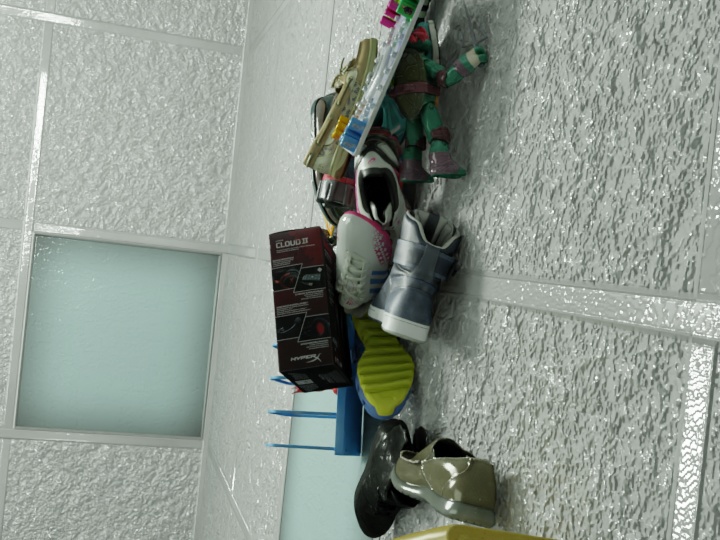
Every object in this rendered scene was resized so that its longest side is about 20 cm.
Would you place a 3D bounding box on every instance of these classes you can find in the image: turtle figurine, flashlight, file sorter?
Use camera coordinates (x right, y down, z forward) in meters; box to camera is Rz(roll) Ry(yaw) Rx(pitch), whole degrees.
[{"bbox_3d":[0.082,-0.210,1.099,0.149,0.099,0.205,179,92,-74],"label":"turtle figurine"},{"bbox_3d":[-0.011,-0.188,1.331,0.067,0.068,0.204,10,83,32],"label":"flashlight"},{"bbox_3d":[-0.063,0.163,1.343,0.139,0.120,0.205,46,-134,-74],"label":"file sorter"}]

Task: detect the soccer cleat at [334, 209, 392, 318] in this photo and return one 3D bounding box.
[{"bbox_3d":[0.000,0.000,1.169,0.087,0.069,0.201,-61,-17,-18],"label":"soccer cleat"}]

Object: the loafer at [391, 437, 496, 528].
[{"bbox_3d":[0.092,0.212,0.962,0.199,0.074,0.071,-1,71,70],"label":"loafer"}]

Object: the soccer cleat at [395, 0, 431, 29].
[{"bbox_3d":[0.076,-0.373,1.243,0.068,0.080,0.201,47,160,26],"label":"soccer cleat"}]

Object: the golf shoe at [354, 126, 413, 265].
[{"bbox_3d":[0.025,-0.075,1.171,0.093,0.071,0.202,-81,-19,-47],"label":"golf shoe"}]

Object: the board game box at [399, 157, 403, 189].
[{"bbox_3d":[0.019,-0.073,1.320,0.154,0.039,0.204,-92,14,-65],"label":"board game box"}]

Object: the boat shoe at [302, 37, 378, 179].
[{"bbox_3d":[-0.023,-0.230,1.272,0.073,0.061,0.204,102,-175,-81],"label":"boat shoe"}]

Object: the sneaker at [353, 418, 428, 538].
[{"bbox_3d":[0.039,0.264,1.131,0.104,0.059,0.204,-120,38,-65],"label":"sneaker"}]

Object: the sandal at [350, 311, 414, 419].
[{"bbox_3d":[0.025,0.130,1.225,0.201,0.078,0.089,-94,12,-58],"label":"sandal"}]

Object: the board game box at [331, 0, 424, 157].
[{"bbox_3d":[0.017,-0.242,1.124,0.200,0.025,0.203,-116,48,-79],"label":"board game box"}]

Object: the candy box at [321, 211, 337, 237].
[{"bbox_3d":[-0.014,-0.162,1.491,0.116,0.054,0.203,-108,28,-54],"label":"candy box"}]

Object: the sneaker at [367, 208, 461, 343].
[{"bbox_3d":[0.065,0.003,1.122,0.202,0.075,0.149,-163,88,-83],"label":"sneaker"}]

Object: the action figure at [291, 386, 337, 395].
[{"bbox_3d":[-0.071,0.140,1.524,0.201,0.097,0.066,-114,32,-56],"label":"action figure"}]

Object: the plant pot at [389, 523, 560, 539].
[{"bbox_3d":[0.088,0.307,0.720,0.177,0.197,0.203,-55,31,40],"label":"plant pot"}]

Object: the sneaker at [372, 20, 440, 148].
[{"bbox_3d":[0.056,-0.240,1.225,0.202,0.078,0.079,113,157,-46],"label":"sneaker"}]

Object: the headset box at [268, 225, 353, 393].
[{"bbox_3d":[-0.065,0.045,1.217,0.149,0.073,0.204,63,-161,-70],"label":"headset box"}]

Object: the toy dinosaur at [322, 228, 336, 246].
[{"bbox_3d":[-0.076,0.030,1.468,0.103,0.134,0.201,-86,23,-43],"label":"toy dinosaur"}]

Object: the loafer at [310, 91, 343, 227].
[{"bbox_3d":[-0.034,-0.170,1.385,0.062,0.071,0.204,-19,77,51],"label":"loafer"}]
